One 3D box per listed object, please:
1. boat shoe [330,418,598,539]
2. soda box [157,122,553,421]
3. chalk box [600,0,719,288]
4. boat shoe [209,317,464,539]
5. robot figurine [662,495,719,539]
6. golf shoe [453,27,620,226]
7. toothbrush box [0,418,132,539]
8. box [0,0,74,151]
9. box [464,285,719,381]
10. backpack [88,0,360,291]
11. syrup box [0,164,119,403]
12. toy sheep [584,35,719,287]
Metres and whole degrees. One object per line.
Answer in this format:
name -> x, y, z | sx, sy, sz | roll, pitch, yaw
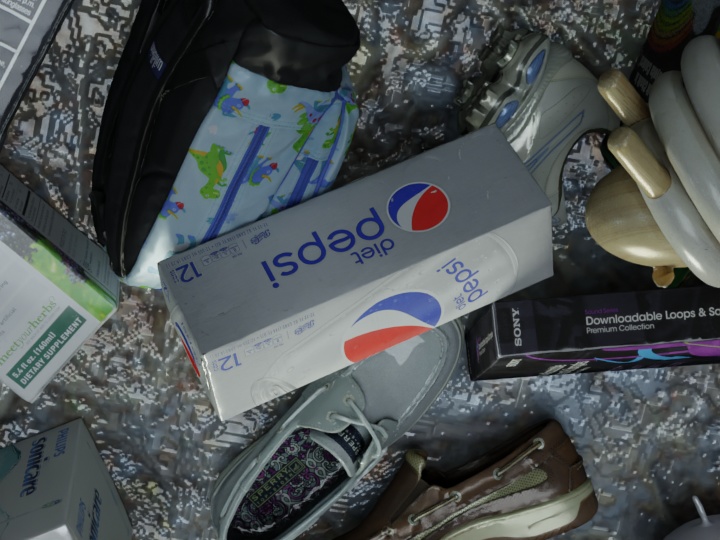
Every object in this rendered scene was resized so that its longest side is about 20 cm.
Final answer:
boat shoe -> 0.039, 0.144, 1.145 | 0.201, 0.075, 0.075 | -20, 95, -4
soda box -> 0.000, 0.000, 0.986 | 0.199, 0.068, 0.064 | -23, 144, -11
chalk box -> 0.219, -0.082, 1.051 | 0.123, 0.125, 0.201 | 17, 107, -9
boat shoe -> -0.011, 0.099, 1.118 | 0.070, 0.072, 0.201 | 42, 101, -16
robot figurine -> 0.225, 0.236, 1.160 | 0.168, 0.113, 0.201 | 6, 108, -2
golf shoe -> 0.072, -0.036, 1.080 | 0.097, 0.078, 0.200 | 32, 104, -17
toothbrush box -> -0.239, 0.181, 1.089 | 0.199, 0.147, 0.086 | -22, 109, 2
box -> -0.231, -0.200, 0.976 | 0.199, 0.123, 0.199 | 28, 105, -14
box -> 0.165, 0.036, 1.076 | 0.198, 0.143, 0.036 | -3, 81, -2
backpack -> -0.077, -0.076, 1.014 | 0.153, 0.163, 0.200 | 20, 115, -36
syrup box -> -0.234, -0.026, 1.055 | 0.200, 0.081, 0.079 | 41, 100, -17
toy sheep -> 0.199, -0.064, 0.923 | 0.199, 0.138, 0.138 | -28, 109, 23
